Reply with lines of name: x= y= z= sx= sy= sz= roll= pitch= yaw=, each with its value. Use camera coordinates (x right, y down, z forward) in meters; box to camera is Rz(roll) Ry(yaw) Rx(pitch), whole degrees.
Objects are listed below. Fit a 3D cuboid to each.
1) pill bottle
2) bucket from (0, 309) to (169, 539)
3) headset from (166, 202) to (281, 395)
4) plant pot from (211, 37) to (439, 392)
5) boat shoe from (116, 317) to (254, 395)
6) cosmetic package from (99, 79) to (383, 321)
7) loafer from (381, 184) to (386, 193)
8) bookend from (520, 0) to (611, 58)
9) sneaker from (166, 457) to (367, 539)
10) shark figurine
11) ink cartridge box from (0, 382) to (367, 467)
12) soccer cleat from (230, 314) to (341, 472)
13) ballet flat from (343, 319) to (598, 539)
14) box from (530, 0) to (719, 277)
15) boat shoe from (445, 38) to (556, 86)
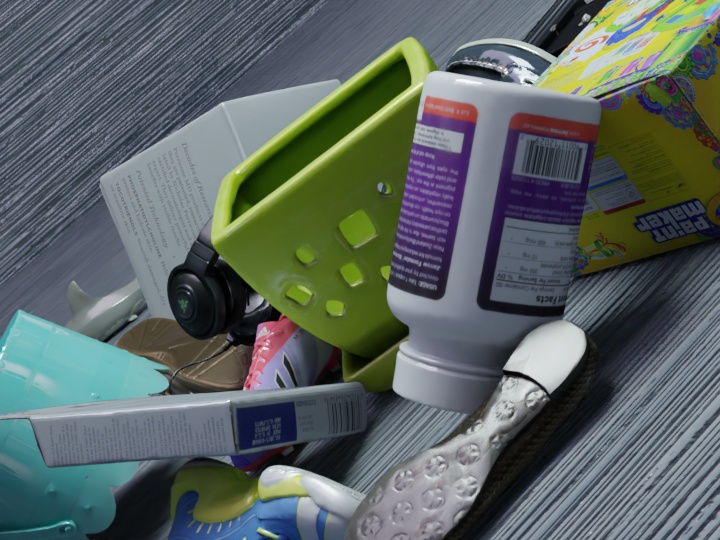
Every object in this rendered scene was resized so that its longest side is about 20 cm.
pill bottle: x=0.077 y=-0.016 z=1.029 sx=0.111 sy=0.111 sz=0.200 roll=-141 pitch=60 yaw=-76
bucket: x=-0.259 y=0.139 z=1.370 sx=0.207 sy=0.135 sz=0.207 roll=-60 pitch=12 yaw=22
headset: x=-0.099 y=0.034 z=1.390 sx=0.094 sy=0.123 sz=0.200 roll=32 pitch=101 yaw=35
plant pot: x=0.020 y=-0.036 z=1.257 sx=0.199 sy=0.182 sz=0.200 roll=-36 pitch=14 yaw=9
boat shoe: x=-0.145 y=0.094 z=1.515 sx=0.200 sy=0.065 sz=0.072 roll=10 pitch=42 yaw=48
cosmetic package: x=-0.105 y=-0.060 z=1.584 sx=0.200 sy=0.166 sz=0.167 roll=-25 pitch=-5 yaw=42
loafer: x=0.104 y=-0.101 z=1.501 sx=0.200 sy=0.073 sz=0.072 roll=-44 pitch=21 yaw=18
bookend: x=0.227 y=-0.188 z=1.394 sx=0.200 sy=0.092 sz=0.199 roll=-21 pitch=22 yaw=48
sneaker: x=-0.061 y=0.180 z=1.058 sx=0.200 sy=0.076 sz=0.105 roll=-3 pitch=64 yaw=55
shark figurine: x=-0.320 y=0.033 z=2.095 sx=0.214 sy=0.090 sz=0.128 roll=-42 pitch=16 yaw=-7
ink cartridge box: x=-0.125 y=0.107 z=1.152 sx=0.200 sy=0.043 sz=0.196 roll=-7 pitch=-3 yaw=25
soccer cleat: x=-0.067 y=0.083 z=1.316 sx=0.067 sy=0.076 sz=0.200 roll=-29 pitch=17 yaw=34
ballet flat: x=0.068 y=0.112 z=0.970 sx=0.200 sy=0.046 sz=0.067 roll=-47 pitch=48 yaw=-12
box: x=0.219 y=-0.116 z=1.127 sx=0.193 sy=0.122 sz=0.200 roll=-47 pitch=16 yaw=-30
boat shoe: x=0.140 y=-0.124 z=1.308 sx=0.200 sy=0.075 sz=0.062 roll=28 pitch=53 yaw=29
